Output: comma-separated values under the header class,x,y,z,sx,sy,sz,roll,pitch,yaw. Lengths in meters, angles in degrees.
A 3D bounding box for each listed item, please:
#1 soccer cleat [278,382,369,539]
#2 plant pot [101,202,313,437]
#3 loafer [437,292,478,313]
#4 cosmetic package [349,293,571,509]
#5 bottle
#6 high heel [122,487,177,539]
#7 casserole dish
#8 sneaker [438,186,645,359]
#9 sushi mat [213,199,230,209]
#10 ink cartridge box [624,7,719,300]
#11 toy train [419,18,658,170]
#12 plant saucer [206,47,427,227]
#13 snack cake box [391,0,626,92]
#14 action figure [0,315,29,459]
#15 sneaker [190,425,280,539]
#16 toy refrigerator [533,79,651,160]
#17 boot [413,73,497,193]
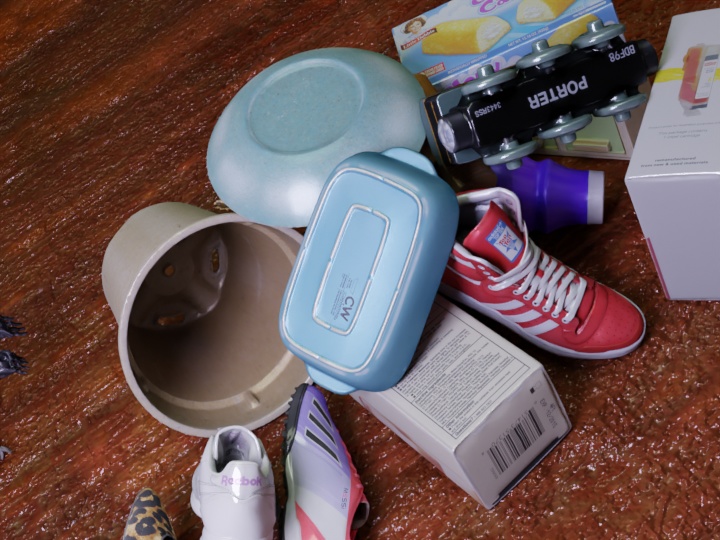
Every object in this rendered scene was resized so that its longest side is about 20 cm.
class,x,y,z,sx,sy,sz,roll,pitch,yaw
soccer cleat,-0.028,0.175,1.108,0.072,0.069,0.201,-2,42,1
plant pot,-0.148,0.023,1.248,0.200,0.201,0.183,-39,30,-10
loafer,0.074,-0.006,1.220,0.198,0.072,0.063,-2,42,32
cosmetic package,0.063,0.090,1.112,0.103,0.088,0.200,-41,42,-11
bottle,0.119,-0.068,1.228,0.197,0.084,0.066,1,35,10
high heel,-0.111,0.240,1.072,0.141,0.071,0.201,-25,53,11
casserole dish,0.000,0.000,1.063,0.120,0.039,0.202,24,99,26
sneaker,0.139,0.002,1.084,0.198,0.113,0.072,22,67,7
sushi mat,-0.046,-0.083,1.324,0.095,0.012,0.199,-1,13,33
ink cartridge box,0.292,-0.097,1.121,0.083,0.146,0.201,-1,47,31
toy train,0.141,-0.141,1.107,0.198,0.086,0.114,-24,10,-17
plant saucer,-0.042,-0.127,1.158,0.199,0.039,0.203,-9,53,12
snack cake box,0.137,-0.213,1.274,0.198,0.067,0.116,-24,43,10
action figure,-0.389,0.143,1.325,0.200,0.102,0.119,-49,45,19
sneaker,-0.094,0.165,1.089,0.074,0.101,0.200,3,7,-10
toy refrigerator,0.175,-0.157,1.306,0.198,0.076,0.070,8,53,35
boot,0.005,-0.081,1.174,0.200,0.071,0.144,-30,56,-11
